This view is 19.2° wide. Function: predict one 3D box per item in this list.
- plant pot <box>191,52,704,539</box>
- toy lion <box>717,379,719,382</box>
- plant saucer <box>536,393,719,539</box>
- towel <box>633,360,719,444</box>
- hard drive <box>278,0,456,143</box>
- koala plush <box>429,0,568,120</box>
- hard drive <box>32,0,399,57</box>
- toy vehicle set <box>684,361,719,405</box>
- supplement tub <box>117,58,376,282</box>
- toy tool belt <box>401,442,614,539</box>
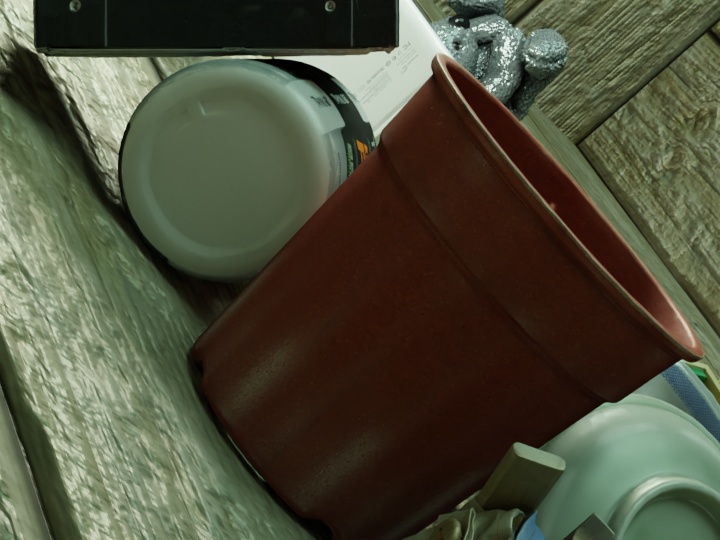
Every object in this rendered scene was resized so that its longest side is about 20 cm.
[{"bbox_3d":[0.033,0.029,1.072,0.201,0.195,0.201,47,11,-12],"label":"plant pot"},{"bbox_3d":[0.298,0.150,1.743,0.069,0.200,0.192,43,30,-17],"label":"toy lion"},{"bbox_3d":[0.155,0.164,1.124,0.200,0.200,0.050,44,-29,-21],"label":"plant saucer"},{"bbox_3d":[0.161,0.160,1.177,0.147,0.200,0.024,49,-29,-22],"label":"towel"},{"bbox_3d":[0.002,-0.185,1.878,0.025,0.132,0.200,37,15,-43],"label":"hard drive"},{"bbox_3d":[0.109,-0.243,2.543,0.177,0.184,0.200,44,29,27],"label":"koala plush"},{"bbox_3d":[-0.085,-0.140,1.208,0.140,0.200,0.038,-147,-124,-80],"label":"hard drive"},{"bbox_3d":[0.154,0.085,1.258,0.200,0.027,0.124,16,31,-34],"label":"toy vehicle set"},{"bbox_3d":[-0.058,-0.061,1.224,0.123,0.123,0.200,49,11,2],"label":"supplement tub"},{"bbox_3d":[0.099,0.180,0.997,0.200,0.123,0.125,46,11,-17],"label":"toy tool belt"}]
